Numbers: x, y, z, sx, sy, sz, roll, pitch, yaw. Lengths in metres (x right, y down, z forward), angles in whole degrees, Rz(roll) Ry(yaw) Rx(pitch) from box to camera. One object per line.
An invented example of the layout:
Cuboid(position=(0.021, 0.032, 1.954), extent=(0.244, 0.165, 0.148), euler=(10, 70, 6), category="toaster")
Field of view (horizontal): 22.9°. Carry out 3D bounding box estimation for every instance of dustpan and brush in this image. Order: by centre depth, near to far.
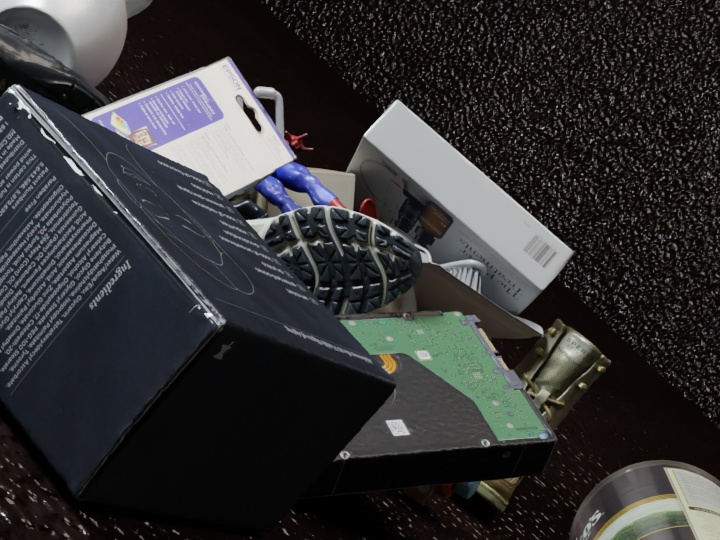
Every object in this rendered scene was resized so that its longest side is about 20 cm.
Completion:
Cuboid(position=(0.058, 0.011, 1.541), extent=(0.139, 0.057, 0.200), euler=(33, -24, -30), category="dustpan and brush")

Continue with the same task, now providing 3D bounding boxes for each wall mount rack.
Cuboid(position=(-0.168, -0.130, 1.567), extent=(0.173, 0.075, 0.200), euler=(-7, 9, -21), category="wall mount rack")

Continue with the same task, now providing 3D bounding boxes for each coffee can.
Cuboid(position=(0.238, 0.242, 1.335), extent=(0.146, 0.146, 0.200), euler=(40, 9, -6), category="coffee can")

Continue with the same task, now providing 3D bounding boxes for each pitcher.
Cuboid(position=(-0.274, -0.212, 1.501), extent=(0.200, 0.171, 0.122), euler=(-74, 149, -62), category="pitcher")

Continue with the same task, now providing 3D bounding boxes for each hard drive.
Cuboid(position=(0.014, 0.085, 1.178), extent=(0.199, 0.038, 0.140), euler=(-3, 40, -28), category="hard drive")

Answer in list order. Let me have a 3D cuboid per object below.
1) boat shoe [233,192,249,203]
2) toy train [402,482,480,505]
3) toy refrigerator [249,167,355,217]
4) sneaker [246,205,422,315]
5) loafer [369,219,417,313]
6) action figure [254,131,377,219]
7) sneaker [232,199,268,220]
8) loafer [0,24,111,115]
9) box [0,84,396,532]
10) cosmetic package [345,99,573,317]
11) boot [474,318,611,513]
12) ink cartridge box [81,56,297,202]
Cuboid(position=(-0.134, -0.054, 1.529), extent=(0.200, 0.057, 0.067), euler=(-73, 153, -77), category="boat shoe")
Cuboid(position=(-0.005, 0.106, 1.299), extent=(0.200, 0.056, 0.150), euler=(33, -19, 13), category="toy train")
Cuboid(position=(-0.059, -0.057, 1.594), extent=(0.076, 0.070, 0.200), euler=(3, 4, -11), category="toy refrigerator")
Cuboid(position=(-0.046, -0.014, 1.276), extent=(0.199, 0.078, 0.086), euler=(1, 11, 22), category="sneaker")
Cuboid(position=(0.000, 0.000, 1.406), extent=(0.071, 0.073, 0.200), euler=(36, 14, -19), category="loafer")
Cuboid(position=(-0.072, -0.078, 1.424), extent=(0.200, 0.065, 0.052), euler=(32, -32, 40), category="action figure")
Cuboid(position=(-0.150, -0.054, 1.346), extent=(0.200, 0.081, 0.074), euler=(30, 14, -49), category="sneaker")
Cuboid(position=(-0.267, -0.152, 1.367), extent=(0.200, 0.068, 0.071), euler=(28, 24, -40), category="loafer")
Cuboid(position=(-0.116, 0.027, 0.974), extent=(0.197, 0.124, 0.200), euler=(44, 9, 29), category="box")
Cuboid(position=(0.077, -0.042, 1.550), extent=(0.200, 0.052, 0.151), euler=(41, -18, 4), category="cosmetic package")
Cuboid(position=(0.141, 0.117, 1.493), extent=(0.072, 0.155, 0.200), euler=(41, 9, 2), category="boot")
Cuboid(position=(-0.141, -0.082, 1.289), extent=(0.200, 0.039, 0.100), euler=(-29, 84, -46), category="ink cartridge box")
